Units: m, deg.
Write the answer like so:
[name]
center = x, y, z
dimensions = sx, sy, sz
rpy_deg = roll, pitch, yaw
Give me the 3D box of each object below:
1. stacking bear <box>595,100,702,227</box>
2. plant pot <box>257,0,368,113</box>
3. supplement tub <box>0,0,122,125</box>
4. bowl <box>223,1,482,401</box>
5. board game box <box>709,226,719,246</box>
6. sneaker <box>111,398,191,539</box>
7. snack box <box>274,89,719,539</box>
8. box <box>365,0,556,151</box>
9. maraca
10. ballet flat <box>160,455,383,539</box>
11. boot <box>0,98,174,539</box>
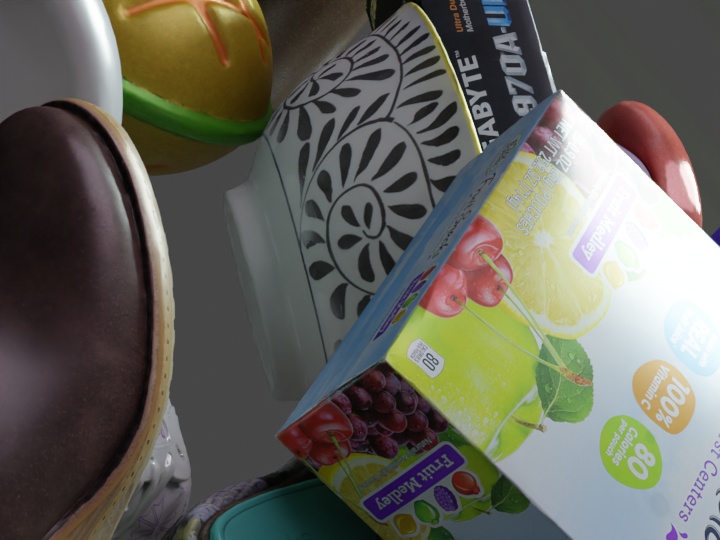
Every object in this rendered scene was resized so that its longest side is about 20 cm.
[stacking bear]
center = 0.061, -0.035, 1.323
dimensions = 0.200, 0.122, 0.114
rpy_deg = 12, 21, -32
[plant pot]
center = -0.043, -0.204, 1.396
dimensions = 0.200, 0.198, 0.200
rpy_deg = 33, 17, -12
[supplement tub]
center = -0.157, -0.061, 0.859
dimensions = 0.144, 0.145, 0.200
rpy_deg = 32, 1, -14
[bowl]
center = 0.000, 0.000, 1.075
dimensions = 0.201, 0.094, 0.201
rpy_deg = 165, -90, -84
[board game box]
center = 0.182, 0.090, 1.131
dimensions = 0.200, 0.134, 0.045
rpy_deg = 36, 16, -25
[sneaker]
center = -0.085, 0.053, 0.838
dimensions = 0.100, 0.075, 0.200
rpy_deg = 45, 6, -14
[snack box]
center = 0.092, 0.062, 0.912
dimensions = 0.200, 0.068, 0.169
rpy_deg = 44, 43, -9
[box]
center = 0.045, -0.080, 1.155
dimensions = 0.200, 0.046, 0.159
rpy_deg = 97, -21, -77
[maraca]
center = -0.103, -0.110, 1.195
dimensions = 0.137, 0.107, 0.200
rpy_deg = 28, 19, -21
[ballet flat]
center = -0.007, 0.092, 0.908
dimensions = 0.072, 0.072, 0.200
rpy_deg = 43, 31, 21
[boot]
center = -0.129, 0.037, 0.654
dimensions = 0.072, 0.200, 0.166
rpy_deg = 1, -12, 39
